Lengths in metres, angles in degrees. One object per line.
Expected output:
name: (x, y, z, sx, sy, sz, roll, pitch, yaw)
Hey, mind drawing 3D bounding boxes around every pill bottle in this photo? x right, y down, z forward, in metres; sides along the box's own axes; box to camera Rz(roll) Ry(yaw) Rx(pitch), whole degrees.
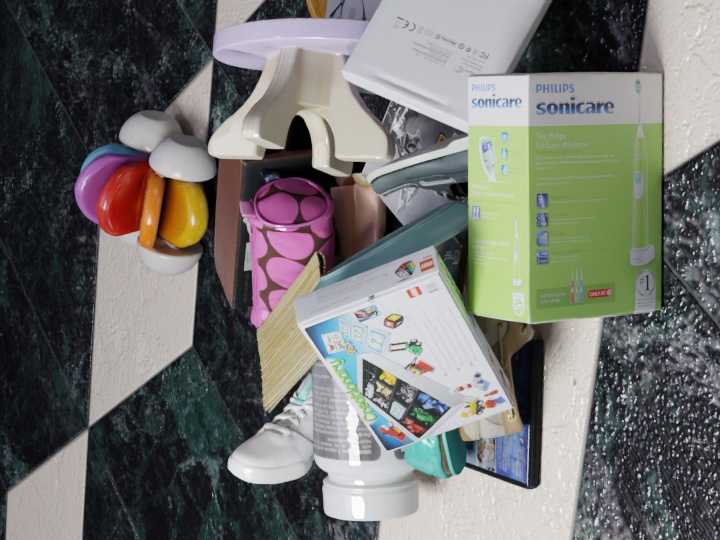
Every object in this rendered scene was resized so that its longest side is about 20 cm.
pill bottle: (0.009, 0.140, 1.617, 0.114, 0.114, 0.200, 6, 98, 57)

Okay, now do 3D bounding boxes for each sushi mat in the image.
sushi mat: (-0.066, 0.064, 1.621, 0.200, 0.012, 0.096, 130, 139, -57)

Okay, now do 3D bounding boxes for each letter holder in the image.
letter holder: (-0.106, -0.084, 1.771, 0.142, 0.100, 0.200, -118, 27, -44)

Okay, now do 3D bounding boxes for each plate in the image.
plate: (0.028, -0.017, 1.435, 0.200, 0.200, 0.026, -27, 93, 55)

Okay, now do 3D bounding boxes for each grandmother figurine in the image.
grandmother figurine: (0.000, 0.000, 1.701, 0.121, 0.060, 0.200, 180, 88, -69)

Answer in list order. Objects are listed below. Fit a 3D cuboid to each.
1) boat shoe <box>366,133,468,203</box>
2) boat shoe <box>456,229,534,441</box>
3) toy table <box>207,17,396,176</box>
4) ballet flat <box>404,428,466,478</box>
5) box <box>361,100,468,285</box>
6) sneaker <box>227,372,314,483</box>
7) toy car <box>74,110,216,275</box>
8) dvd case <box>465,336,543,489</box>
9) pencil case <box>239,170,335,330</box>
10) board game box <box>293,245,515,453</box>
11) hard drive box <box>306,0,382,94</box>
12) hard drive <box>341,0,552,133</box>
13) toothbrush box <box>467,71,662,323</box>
boat shoe: (0.080, -0.085, 1.456, 0.200, 0.073, 0.062, -15, 99, 50)
boat shoe: (0.122, 0.057, 1.479, 0.074, 0.069, 0.200, -88, -3, -72)
toy table: (-0.049, -0.159, 1.496, 0.200, 0.184, 0.117, 1, 83, 38)
ballet flat: (0.056, 0.103, 1.529, 0.070, 0.067, 0.200, 5, 113, 24)
box: (0.093, -0.092, 1.536, 0.200, 0.048, 0.158, 52, 134, 32)
sneaker: (-0.059, 0.151, 1.672, 0.075, 0.200, 0.089, 20, 118, 36)
toy car: (-0.277, -0.095, 2.027, 0.200, 0.150, 0.175, 39, 126, 48)
dvd case: (0.107, 0.121, 1.586, 0.200, 0.018, 0.143, 13, 105, 55)
pencil case: (-0.075, -0.005, 1.695, 0.200, 0.094, 0.091, 90, 161, -44)
board game box: (0.041, 0.072, 1.385, 0.200, 0.126, 0.035, 59, -165, -45)
hard drive box: (0.030, -0.294, 1.583, 0.200, 0.077, 0.156, -60, 38, 40)
hard drive: (0.089, -0.227, 1.413, 0.132, 0.027, 0.200, 25, 78, 19)
toothbrush box: (0.170, -0.063, 1.351, 0.086, 0.145, 0.200, 10, 103, 56)
